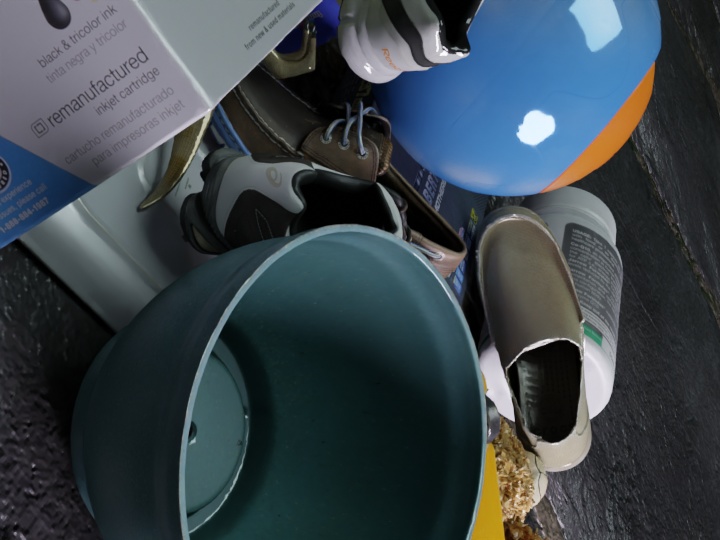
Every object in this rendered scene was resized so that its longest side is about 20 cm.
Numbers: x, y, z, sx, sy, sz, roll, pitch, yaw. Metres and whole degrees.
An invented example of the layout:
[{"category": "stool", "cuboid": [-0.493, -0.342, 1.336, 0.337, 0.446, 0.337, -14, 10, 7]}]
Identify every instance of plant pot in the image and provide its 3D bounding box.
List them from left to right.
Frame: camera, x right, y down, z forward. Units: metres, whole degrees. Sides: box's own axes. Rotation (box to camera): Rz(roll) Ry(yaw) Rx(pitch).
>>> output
[{"category": "plant pot", "cuboid": [-0.051, 0.081, 0.590, 0.199, 0.133, 0.202, 0, 90, -48]}]

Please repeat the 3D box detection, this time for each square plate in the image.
[{"category": "square plate", "cuboid": [-0.109, -0.051, 0.699, 0.198, 0.028, 0.201, 50, 35, -36]}]

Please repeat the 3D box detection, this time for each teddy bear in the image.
[{"category": "teddy bear", "cuboid": [0.090, 0.132, 0.843, 0.145, 0.066, 0.200, 58, -2, 41]}]

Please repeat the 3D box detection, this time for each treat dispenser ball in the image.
[{"category": "treat dispenser ball", "cuboid": [0.102, -0.152, 0.851, 0.201, 0.200, 0.202, 38, 44, -47]}]

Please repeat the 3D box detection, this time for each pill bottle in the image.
[{"category": "pill bottle", "cuboid": [0.164, 0.025, 1.063, 0.113, 0.112, 0.201, 55, 33, -29]}]

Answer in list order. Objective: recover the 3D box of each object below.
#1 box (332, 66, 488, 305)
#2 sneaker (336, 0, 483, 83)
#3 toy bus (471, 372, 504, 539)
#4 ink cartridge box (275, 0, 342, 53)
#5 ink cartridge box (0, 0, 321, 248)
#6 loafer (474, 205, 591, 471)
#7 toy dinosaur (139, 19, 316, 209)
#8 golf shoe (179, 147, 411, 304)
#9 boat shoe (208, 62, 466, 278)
[{"category": "box", "cuboid": [0.038, -0.083, 0.961, 0.158, 0.051, 0.201, 55, 33, -28]}, {"category": "sneaker", "cuboid": [0.057, -0.200, 0.720, 0.073, 0.080, 0.202, 25, 78, -41]}, {"category": "toy bus", "cuboid": [0.042, 0.153, 0.745, 0.065, 0.078, 0.202, -17, 107, -30]}, {"category": "ink cartridge box", "cuboid": [-0.034, -0.211, 0.808, 0.076, 0.136, 0.201, 47, 37, -38]}, {"category": "ink cartridge box", "cuboid": [-0.142, -0.147, 0.537, 0.201, 0.146, 0.146, 53, 34, -15]}, {"category": "loafer", "cuboid": [0.132, 0.046, 0.922, 0.068, 0.075, 0.202, 72, 5, -80]}, {"category": "toy dinosaur", "cuboid": [-0.076, -0.128, 0.690, 0.058, 0.100, 0.202, 135, -44, -81]}, {"category": "golf shoe", "cuboid": [0.000, 0.000, 0.670, 0.199, 0.094, 0.078, 28, 68, -40]}, {"category": "boat shoe", "cuboid": [-0.012, -0.065, 0.752, 0.200, 0.072, 0.073, 45, 32, -24]}]
